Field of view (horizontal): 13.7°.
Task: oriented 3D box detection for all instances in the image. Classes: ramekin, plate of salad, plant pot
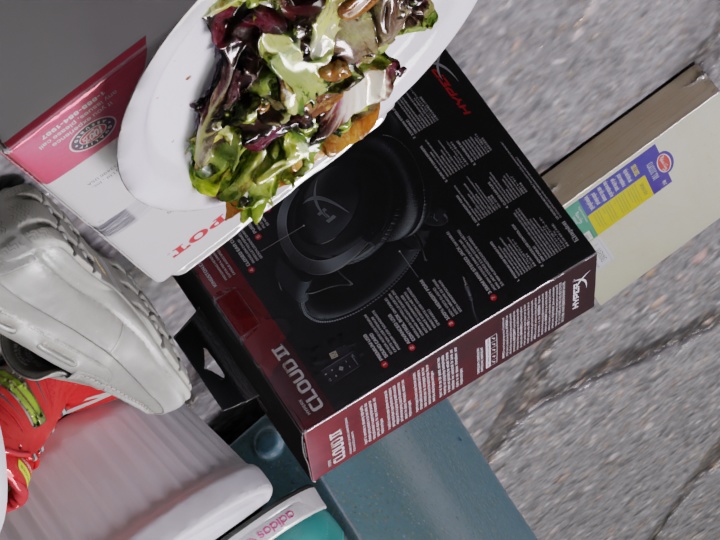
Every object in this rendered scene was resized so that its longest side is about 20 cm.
[{"bbox_3d":[-0.154,0.145,1.656,0.202,0.094,0.202,-36,172,-6],"label":"ramekin"},{"bbox_3d":[-0.014,-0.089,1.257,0.200,0.048,0.200,-32,157,-16],"label":"plate of salad"},{"bbox_3d":[-0.022,0.182,1.860,0.196,0.197,0.200,-40,151,13],"label":"plant pot"}]

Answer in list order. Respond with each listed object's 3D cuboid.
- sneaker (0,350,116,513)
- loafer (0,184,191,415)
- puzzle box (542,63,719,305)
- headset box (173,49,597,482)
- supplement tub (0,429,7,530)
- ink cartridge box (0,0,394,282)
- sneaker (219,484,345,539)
[{"bbox_3d":[-0.186,0.083,1.536,0.200,0.085,0.077,-18,154,-38],"label":"sneaker"},{"bbox_3d":[-0.146,0.024,1.483,0.070,0.070,0.200,-34,144,5],"label":"loafer"},{"bbox_3d":[0.180,-0.051,1.882,0.133,0.025,0.200,-36,159,2],"label":"puzzle box"},{"bbox_3d":[0.000,0.000,1.551,0.200,0.149,0.077,-32,158,-10],"label":"headset box"},{"bbox_3d":[-0.275,0.097,1.349,0.200,0.145,0.145,-21,155,-32],"label":"supplement tub"},{"bbox_3d":[-0.084,-0.090,1.323,0.146,0.083,0.200,-37,158,3],"label":"ink cartridge box"},{"bbox_3d":[-0.074,0.226,1.688,0.200,0.121,0.084,-37,172,-4],"label":"sneaker"}]
